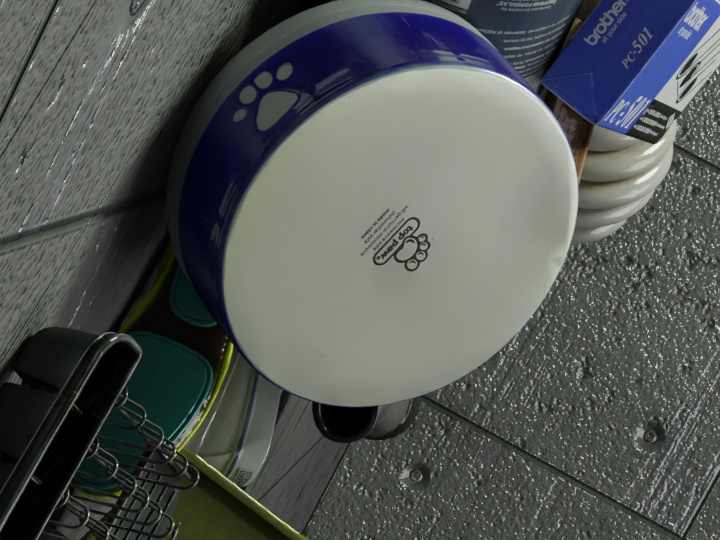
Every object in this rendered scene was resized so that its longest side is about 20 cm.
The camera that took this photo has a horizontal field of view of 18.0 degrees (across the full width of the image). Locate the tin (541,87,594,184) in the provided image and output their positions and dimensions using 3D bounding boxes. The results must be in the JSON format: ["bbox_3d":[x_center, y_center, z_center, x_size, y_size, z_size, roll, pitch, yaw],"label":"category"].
[{"bbox_3d":[0.082,-0.051,1.333,0.112,0.042,0.200,-35,-165,25],"label":"tin"}]

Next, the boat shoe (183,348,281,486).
[{"bbox_3d":[-0.077,0.024,1.326,0.074,0.065,0.200,-39,-141,53],"label":"boat shoe"}]

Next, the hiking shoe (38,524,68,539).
[{"bbox_3d":[-0.195,0.219,1.190,0.101,0.076,0.200,-55,170,-54],"label":"hiking shoe"}]

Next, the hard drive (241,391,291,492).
[{"bbox_3d":[-0.062,0.040,1.472,0.200,0.038,0.140,-85,-162,-63],"label":"hard drive"}]

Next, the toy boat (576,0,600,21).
[{"bbox_3d":[0.153,-0.252,1.377,0.131,0.130,0.200,17,56,-85],"label":"toy boat"}]

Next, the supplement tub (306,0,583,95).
[{"bbox_3d":[0.049,-0.155,1.239,0.140,0.140,0.200,-56,172,-44],"label":"supplement tub"}]

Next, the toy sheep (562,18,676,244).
[{"bbox_3d":[0.143,-0.087,1.491,0.200,0.138,0.138,96,20,-46],"label":"toy sheep"}]

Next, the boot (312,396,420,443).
[{"bbox_3d":[0.000,0.000,1.309,0.132,0.070,0.201,37,43,-78],"label":"boot"}]

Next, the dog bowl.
[{"bbox_3d":[0.007,-0.033,1.153,0.200,0.200,0.079,-64,-145,20],"label":"dog bowl"}]

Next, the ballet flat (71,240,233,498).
[{"bbox_3d":[-0.098,0.038,1.244,0.200,0.067,0.067,-63,177,-12],"label":"ballet flat"}]

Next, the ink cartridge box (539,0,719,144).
[{"bbox_3d":[0.165,-0.125,1.302,0.094,0.044,0.200,-52,167,10],"label":"ink cartridge box"}]

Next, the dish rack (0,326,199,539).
[{"bbox_3d":[-0.135,0.127,1.092,0.154,0.054,0.200,-60,151,-19],"label":"dish rack"}]

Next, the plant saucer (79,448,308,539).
[{"bbox_3d":[-0.098,0.209,1.304,0.200,0.200,0.048,-44,-157,14],"label":"plant saucer"}]
